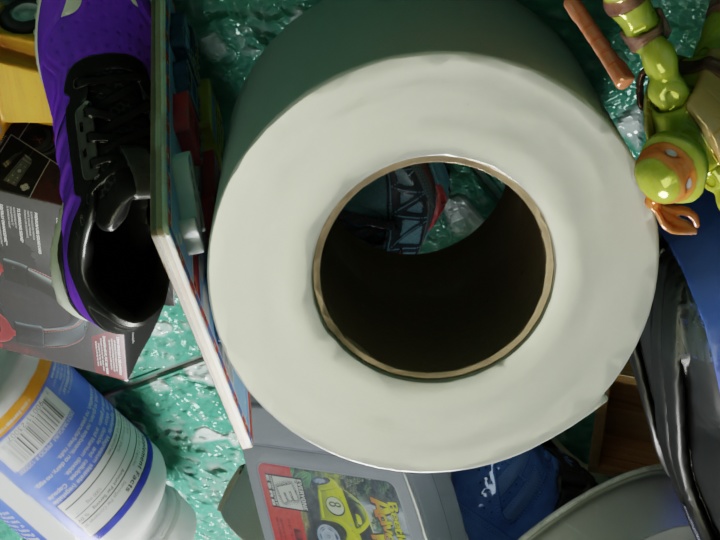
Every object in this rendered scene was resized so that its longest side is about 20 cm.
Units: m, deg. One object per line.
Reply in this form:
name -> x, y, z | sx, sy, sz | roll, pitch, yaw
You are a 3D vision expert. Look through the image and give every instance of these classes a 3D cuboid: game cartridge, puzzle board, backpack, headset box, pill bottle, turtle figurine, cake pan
game cartridge -> 0.001, 0.149, 0.805 | 0.132, 0.041, 0.202 | -2, 108, 39
puzzle board -> -0.078, -0.033, 0.737 | 0.017, 0.201, 0.152 | -13, 133, 4
backpack -> 0.217, 0.040, 0.719 | 0.166, 0.163, 0.201 | -22, 113, -1
headset box -> -0.206, -0.022, 0.881 | 0.198, 0.075, 0.149 | 14, 138, 6
pill bottle -> -0.210, 0.142, 1.029 | 0.111, 0.113, 0.200 | -18, 127, 34
turtle figurine -> 0.159, -0.066, 0.617 | 0.201, 0.161, 0.064 | 51, 142, -10
cake pan -> 0.132, 0.198, 0.864 | 0.037, 0.199, 0.201 | 51, 152, 33

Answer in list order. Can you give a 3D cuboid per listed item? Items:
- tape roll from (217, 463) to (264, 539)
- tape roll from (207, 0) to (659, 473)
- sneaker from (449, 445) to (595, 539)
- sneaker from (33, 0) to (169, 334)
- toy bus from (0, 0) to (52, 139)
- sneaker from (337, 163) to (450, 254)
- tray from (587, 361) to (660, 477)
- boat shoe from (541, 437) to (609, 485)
tape roll -> -0.003, 0.196, 0.972 | 0.202, 0.037, 0.203 | 30, 179, 1
tape roll -> 0.030, -0.026, 0.685 | 0.200, 0.139, 0.205 | -1, 115, -2
sneaker -> 0.089, 0.102, 0.872 | 0.110, 0.202, 0.077 | 3, -176, -24
sneaker -> -0.122, -0.063, 0.739 | 0.069, 0.099, 0.202 | -7, 104, -22
toy bus -> -0.253, -0.115, 0.799 | 0.198, 0.079, 0.065 | 12, 138, 9
sneaker -> 0.000, 0.000, 0.809 | 0.078, 0.096, 0.201 | 13, 138, 7
tray -> 0.241, 0.097, 0.866 | 0.198, 0.037, 0.099 | 9, 137, 11
boat shoe -> 0.102, 0.143, 0.949 | 0.201, 0.063, 0.074 | 36, 137, -15
